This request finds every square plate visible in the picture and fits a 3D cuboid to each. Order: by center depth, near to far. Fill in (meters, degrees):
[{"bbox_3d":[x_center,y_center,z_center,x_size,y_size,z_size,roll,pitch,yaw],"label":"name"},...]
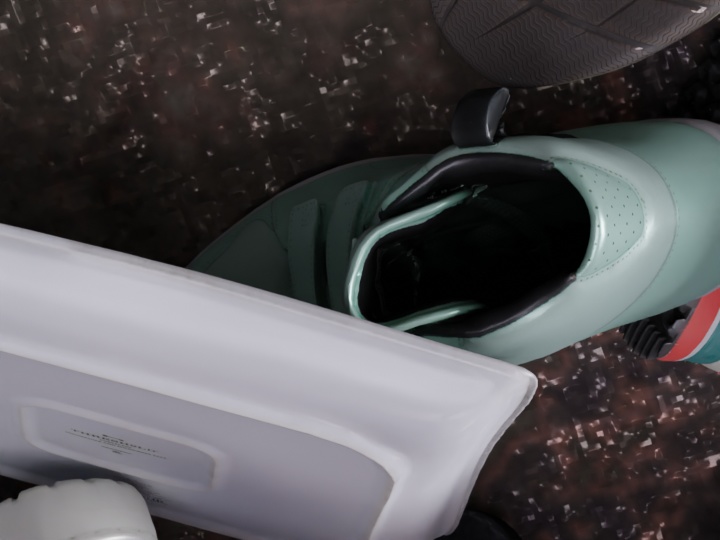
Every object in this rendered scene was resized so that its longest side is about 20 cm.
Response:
[{"bbox_3d":[-0.062,0.038,0.752,0.199,0.198,0.029,15,72,0],"label":"square plate"}]

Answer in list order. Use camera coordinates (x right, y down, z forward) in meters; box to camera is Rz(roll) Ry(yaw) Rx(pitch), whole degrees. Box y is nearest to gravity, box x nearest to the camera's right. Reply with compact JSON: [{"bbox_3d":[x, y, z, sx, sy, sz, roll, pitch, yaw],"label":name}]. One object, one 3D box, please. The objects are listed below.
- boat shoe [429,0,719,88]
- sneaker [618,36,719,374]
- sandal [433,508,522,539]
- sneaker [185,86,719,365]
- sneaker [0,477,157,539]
[{"bbox_3d":[0.107,-0.117,0.738,0.200,0.073,0.075,-36,81,24],"label":"boat shoe"},{"bbox_3d":[0.155,-0.050,0.785,0.093,0.070,0.200,19,110,-25],"label":"sneaker"},{"bbox_3d":[0.066,0.162,0.825,0.075,0.201,0.045,-34,149,17],"label":"sandal"},{"bbox_3d":[0.000,0.000,0.748,0.200,0.118,0.074,-18,83,30],"label":"sneaker"},{"bbox_3d":[-0.131,0.152,0.785,0.199,0.112,0.077,-29,154,16],"label":"sneaker"}]
